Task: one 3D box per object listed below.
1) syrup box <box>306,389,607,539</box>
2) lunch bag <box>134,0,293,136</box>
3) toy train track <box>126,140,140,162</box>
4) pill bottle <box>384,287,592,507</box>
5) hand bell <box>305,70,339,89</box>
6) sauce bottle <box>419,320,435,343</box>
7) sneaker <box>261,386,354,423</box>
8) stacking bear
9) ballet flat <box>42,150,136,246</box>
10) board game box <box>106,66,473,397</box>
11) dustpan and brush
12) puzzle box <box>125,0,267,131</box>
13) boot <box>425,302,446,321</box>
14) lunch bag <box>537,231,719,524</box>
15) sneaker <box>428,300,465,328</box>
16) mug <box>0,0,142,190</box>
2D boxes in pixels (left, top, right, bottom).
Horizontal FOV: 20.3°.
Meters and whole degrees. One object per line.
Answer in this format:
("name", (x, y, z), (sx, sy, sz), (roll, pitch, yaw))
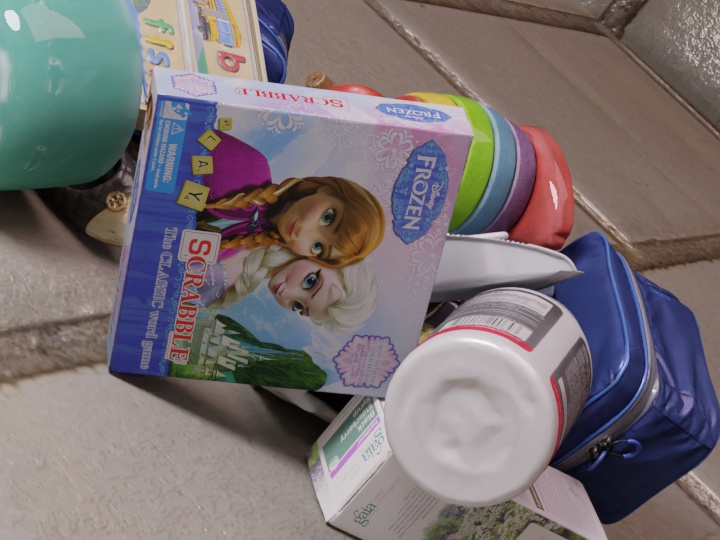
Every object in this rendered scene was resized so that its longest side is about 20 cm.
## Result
("syrup box", (0.067, 0.157, 1.369), (0.199, 0.079, 0.082), (29, 22, -28))
("lunch bag", (-0.156, -0.187, 1.603), (0.199, 0.136, 0.133), (32, 20, -14))
("toy train track", (-0.176, -0.080, 1.522), (0.200, 0.033, 0.115), (35, 12, -31))
("pill bottle", (0.091, 0.073, 1.309), (0.111, 0.111, 0.200), (41, 19, 5))
("hand bell", (0.003, -0.078, 1.551), (0.200, 0.104, 0.104), (57, 3, -42))
("sauce bottle", (0.038, 0.070, 1.534), (0.200, 0.065, 0.065), (47, 20, 16))
("sneaker", (0.013, 0.090, 1.415), (0.199, 0.071, 0.080), (13, 19, -36))
("stacking bear", (0.044, -0.079, 1.477), (0.199, 0.121, 0.115), (16, 65, -35))
("ballet flat", (-0.209, -0.102, 1.414), (0.201, 0.066, 0.057), (58, -20, 15))
("board game box", (-0.048, -0.019, 1.263), (0.198, 0.201, 0.041), (6, 30, -13))
("dustpan and brush", (0.037, -0.009, 1.385), (0.199, 0.058, 0.140), (-5, -6, -16))
("puzzle box", (-0.134, -0.182, 1.484), (0.132, 0.025, 0.201), (11, 54, -34))
("boot", (0.000, 0.000, 1.461), (0.199, 0.097, 0.075), (-11, 55, -35))
("lunch bag", (0.171, 0.080, 1.492), (0.132, 0.136, 0.201), (37, 27, -27))
("sneaker", (0.087, 0.088, 1.575), (0.200, 0.075, 0.087), (43, 24, 7))
("mug", (-0.244, -0.122, 1.334), (0.114, 0.185, 0.153), (-7, 68, -45))
